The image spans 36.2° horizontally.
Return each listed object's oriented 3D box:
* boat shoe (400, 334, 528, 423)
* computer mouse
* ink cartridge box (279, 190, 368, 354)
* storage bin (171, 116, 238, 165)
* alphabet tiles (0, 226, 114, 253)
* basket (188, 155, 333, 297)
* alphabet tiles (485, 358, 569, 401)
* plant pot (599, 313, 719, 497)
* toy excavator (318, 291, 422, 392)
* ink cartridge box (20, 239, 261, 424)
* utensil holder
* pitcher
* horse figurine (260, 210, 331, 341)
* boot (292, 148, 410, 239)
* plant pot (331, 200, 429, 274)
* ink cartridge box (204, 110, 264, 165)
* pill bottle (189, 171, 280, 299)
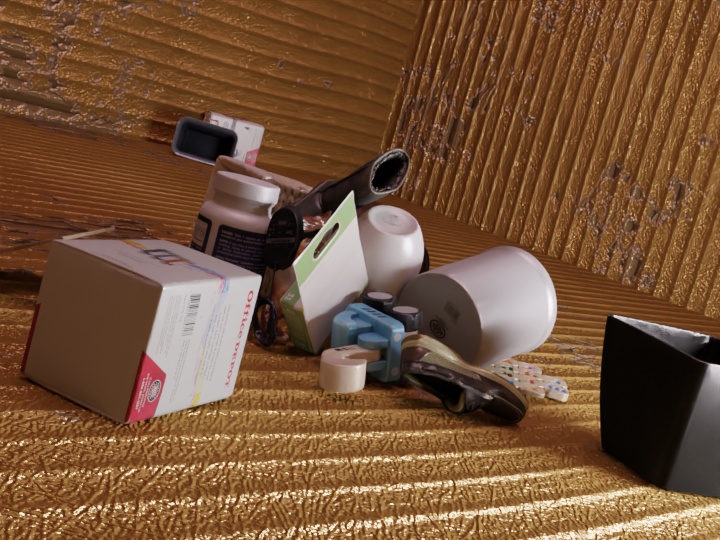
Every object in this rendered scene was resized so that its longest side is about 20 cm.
[{"bbox_3d":[0.131,0.157,1.440,0.199,0.065,0.073,29,-34,-15],"label":"boat shoe"},{"bbox_3d":[-0.111,0.008,1.520,0.058,0.202,0.034,2,-16,32],"label":"computer mouse"},{"bbox_3d":[-0.052,0.000,1.495,0.048,0.146,0.201,22,-33,26],"label":"ink cartridge box"},{"bbox_3d":[-0.498,-0.416,3.558,0.198,0.147,0.134,15,-1,-6],"label":"storage bin"},{"bbox_3d":[-0.442,-0.031,1.437,0.198,0.008,0.167,-10,5,10],"label":"alphabet tiles"},{"bbox_3d":[-0.165,-0.065,1.834,0.160,0.200,0.199,15,7,-35],"label":"basket"},{"bbox_3d":[0.228,0.161,1.728,0.198,0.015,0.196,17,9,4],"label":"alphabet tiles"},{"bbox_3d":[0.427,0.183,1.433,0.198,0.179,0.200,11,9,-26],"label":"plant pot"},{"bbox_3d":[-0.003,0.107,1.460,0.198,0.101,0.194,-6,18,-33],"label":"toy excavator"},{"bbox_3d":[-0.223,0.055,1.156,0.143,0.147,0.200,20,9,23],"label":"ink cartridge box"},{"bbox_3d":[0.172,0.063,1.654,0.169,0.172,0.199,23,25,36],"label":"utensil holder"},{"bbox_3d":[0.000,0.000,1.662,0.170,0.201,0.122,15,34,-3],"label":"pitcher"},{"bbox_3d":[-0.090,0.009,1.580,0.132,0.203,0.050,13,-10,-43],"label":"horse figurine"},{"bbox_3d":[-0.030,-0.098,1.664,0.073,0.183,0.199,48,-30,-24],"label":"boot"},{"bbox_3d":[0.027,-0.022,1.830,0.185,0.189,0.200,11,4,-28],"label":"plant pot"},{"bbox_3d":[-0.446,-0.452,3.788,0.198,0.147,0.085,12,11,-22],"label":"ink cartridge box"},{"bbox_3d":[-0.185,-0.034,1.579,0.114,0.202,0.116,16,9,-3],"label":"pill bottle"}]
